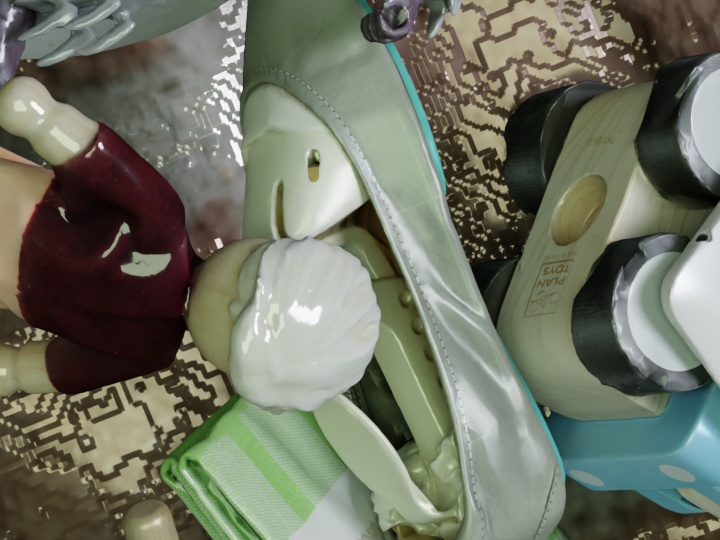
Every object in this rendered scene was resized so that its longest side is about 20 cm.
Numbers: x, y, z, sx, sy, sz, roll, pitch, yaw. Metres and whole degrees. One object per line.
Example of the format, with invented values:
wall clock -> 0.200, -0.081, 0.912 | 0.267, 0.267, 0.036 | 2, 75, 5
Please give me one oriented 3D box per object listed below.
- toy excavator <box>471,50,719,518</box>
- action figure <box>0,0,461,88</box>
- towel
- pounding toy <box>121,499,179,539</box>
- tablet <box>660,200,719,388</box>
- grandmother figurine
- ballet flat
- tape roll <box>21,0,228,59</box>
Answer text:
toy excavator -> 0.126, 0.053, 0.942 | 0.200, 0.100, 0.195 | 30, 70, -25
action figure -> -0.014, -0.109, 0.827 | 0.199, 0.130, 0.070 | -9, 55, 7
towel -> 0.028, 0.110, 0.941 | 0.031, 0.149, 0.200 | -39, 93, 27
pounding toy -> -0.048, 0.189, 0.952 | 0.184, 0.142, 0.200 | 37, 98, -3
tablet -> 0.178, 0.035, 0.920 | 0.200, 0.014, 0.130 | 52, 60, -23
grandmother figurine -> -0.090, -0.009, 0.859 | 0.199, 0.121, 0.061 | 18, 56, 9
ballet flat -> 0.000, 0.000, 0.892 | 0.064, 0.067, 0.201 | -26, 94, -33
tape roll -> -0.110, -0.147, 0.885 | 0.199, 0.201, 0.066 | -6, 57, 4
